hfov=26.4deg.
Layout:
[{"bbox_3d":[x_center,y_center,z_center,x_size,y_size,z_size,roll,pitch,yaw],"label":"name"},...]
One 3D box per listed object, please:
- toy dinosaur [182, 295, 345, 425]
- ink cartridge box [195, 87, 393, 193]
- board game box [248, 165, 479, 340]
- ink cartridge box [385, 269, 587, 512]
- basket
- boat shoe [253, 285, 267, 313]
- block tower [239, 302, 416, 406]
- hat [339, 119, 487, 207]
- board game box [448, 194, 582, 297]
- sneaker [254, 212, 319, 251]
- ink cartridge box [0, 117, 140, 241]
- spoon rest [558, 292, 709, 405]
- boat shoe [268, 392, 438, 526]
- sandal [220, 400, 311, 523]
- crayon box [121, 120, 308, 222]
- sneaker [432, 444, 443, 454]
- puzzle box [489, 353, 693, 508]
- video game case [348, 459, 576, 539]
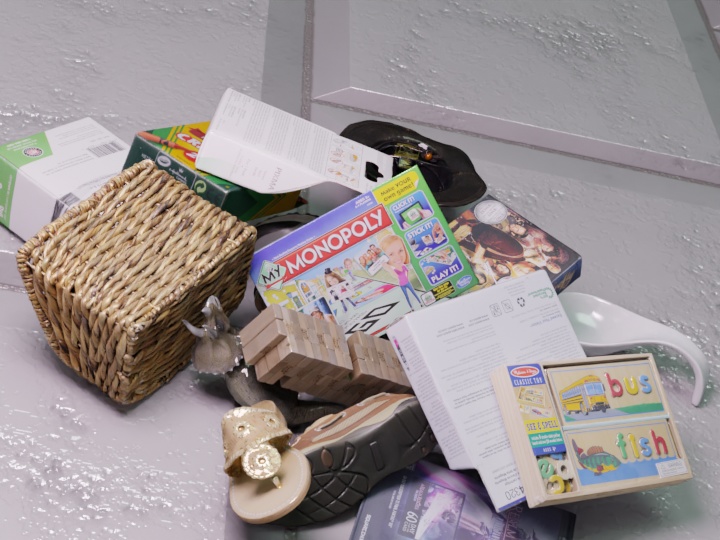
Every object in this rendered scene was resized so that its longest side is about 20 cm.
[{"bbox_3d":[-0.095,0.107,1.488,0.200,0.077,0.102,50,40,-8],"label":"toy dinosaur"},{"bbox_3d":[-0.066,-0.116,1.616,0.200,0.050,0.161,24,21,-7],"label":"ink cartridge box"},{"bbox_3d":[0.000,0.000,1.535,0.135,0.200,0.029,61,5,-3],"label":"board game box"},{"bbox_3d":[0.142,0.114,1.455,0.196,0.043,0.200,-16,77,-40],"label":"ink cartridge box"},{"bbox_3d":[-0.219,0.015,1.481,0.149,0.143,0.200,32,47,15],"label":"basket"},{"bbox_3d":[-0.024,-0.018,1.595,0.200,0.072,0.065,-30,46,4],"label":"boat shoe"},{"bbox_3d":[-0.021,0.090,1.477,0.200,0.058,0.054,19,44,-40],"label":"block tower"},{"bbox_3d":[0.050,-0.099,1.813,0.200,0.081,0.201,16,27,-8],"label":"hat"},{"bbox_3d":[0.117,0.014,1.605,0.135,0.035,0.200,36,58,28],"label":"board game box"},{"bbox_3d":[-0.032,0.000,1.650,0.200,0.074,0.079,20,40,4],"label":"sneaker"},{"bbox_3d":[-0.277,-0.067,1.622,0.200,0.084,0.146,36,37,24],"label":"ink cartridge box"},{"bbox_3d":[0.295,0.076,1.692,0.200,0.061,0.099,25,36,10],"label":"spoon rest"},{"bbox_3d":[-0.021,0.172,1.420,0.200,0.076,0.074,-22,24,-26],"label":"boat shoe"},{"bbox_3d":[-0.100,0.149,1.346,0.078,0.070,0.212,-34,18,2],"label":"sandal"},{"bbox_3d":[-0.145,-0.107,1.643,0.127,0.051,0.200,32,23,19],"label":"crayon box"},{"bbox_3d":[0.140,0.170,1.487,0.199,0.078,0.100,7,40,-13],"label":"sneaker"},{"bbox_3d":[0.221,0.147,1.449,0.200,0.025,0.133,-2,67,-37],"label":"puzzle box"},{"bbox_3d":[0.096,0.244,1.417,0.200,0.019,0.143,18,35,3],"label":"video game case"}]
